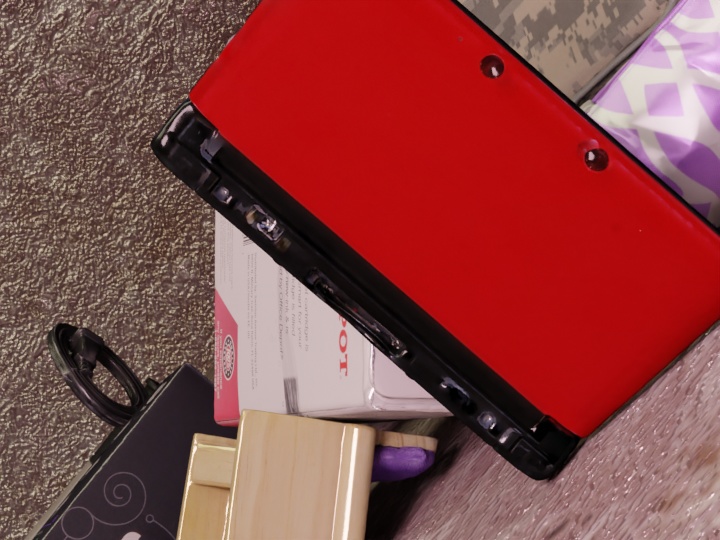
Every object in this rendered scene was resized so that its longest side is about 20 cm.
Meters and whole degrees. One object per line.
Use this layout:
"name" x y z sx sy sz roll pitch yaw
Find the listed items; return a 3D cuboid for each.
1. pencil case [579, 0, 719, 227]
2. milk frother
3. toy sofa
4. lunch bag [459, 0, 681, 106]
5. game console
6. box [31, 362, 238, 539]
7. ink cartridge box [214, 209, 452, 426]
"pencil case" 0.148 -0.084 0.869 0.200 0.085 0.084 -49 3 1
"milk frother" -0.201 0.163 1.578 0.188 0.200 0.180 -51 8 -5
"toy sofa" -0.032 0.122 1.059 0.200 0.097 0.084 148 132 -75
"lunch bag" 0.139 -0.135 1.029 0.167 0.140 0.200 -4 -25 -33
"game console" 0.031 -0.028 0.827 0.119 0.200 0.172 -49 4 5
"box" -0.123 0.171 1.222 0.200 0.122 0.106 -52 5 -17
"ink cartridge box" 0.000 0.000 1.027 0.200 0.084 0.147 166 105 -67
